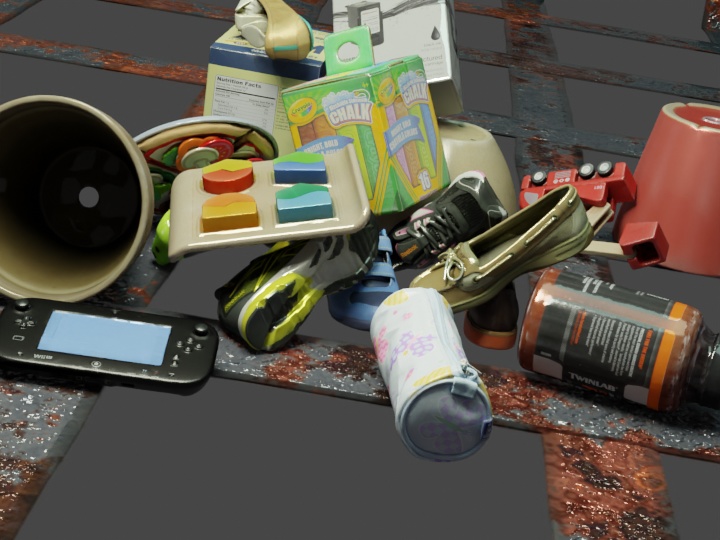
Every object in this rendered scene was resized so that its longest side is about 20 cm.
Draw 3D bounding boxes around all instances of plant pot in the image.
[{"bbox_3d":[0.434,-0.110,1.757,0.199,0.178,0.201,7,21,-3],"label":"plant pot"},{"bbox_3d":[0.103,-0.107,1.675,0.199,0.135,0.200,8,22,-3],"label":"plant pot"},{"bbox_3d":[-0.295,-0.073,1.390,0.199,0.201,0.174,10,6,2],"label":"plant pot"}]

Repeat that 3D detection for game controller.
[{"bbox_3d":[-0.228,0.067,1.231,0.199,0.042,0.104,8,21,-2],"label":"game controller"}]

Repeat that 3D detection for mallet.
[{"bbox_3d":[-0.095,-0.008,1.487,0.065,0.041,0.200,10,25,11],"label":"mallet"}]

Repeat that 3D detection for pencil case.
[{"bbox_3d":[0.060,0.088,1.228,0.083,0.091,0.200,5,21,-10],"label":"pencil case"}]

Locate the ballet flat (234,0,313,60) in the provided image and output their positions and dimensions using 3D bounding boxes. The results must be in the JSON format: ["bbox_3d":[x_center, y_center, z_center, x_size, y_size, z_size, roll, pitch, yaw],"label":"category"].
[{"bbox_3d":[-0.115,-0.293,1.603,0.063,0.069,0.200,-14,27,-17],"label":"ballet flat"}]

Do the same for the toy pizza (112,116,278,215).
[{"bbox_3d":[-0.186,-0.107,1.538,0.199,0.200,0.032,-3,63,-27],"label":"toy pizza"}]

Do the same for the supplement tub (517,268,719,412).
[{"bbox_3d":[0.258,0.072,1.325,0.199,0.108,0.107,16,23,18],"label":"supplement tub"}]

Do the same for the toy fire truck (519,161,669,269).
[{"bbox_3d":[0.285,-0.065,1.711,0.199,0.049,0.142,-6,50,30],"label":"toy fire truck"}]

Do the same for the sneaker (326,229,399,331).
[{"bbox_3d":[0.000,0.000,1.436,0.074,0.083,0.200,2,25,-22],"label":"sneaker"}]

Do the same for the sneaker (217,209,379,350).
[{"bbox_3d":[-0.064,-0.005,1.365,0.084,0.075,0.200,19,47,42],"label":"sneaker"}]

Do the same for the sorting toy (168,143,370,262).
[{"bbox_3d":[-0.096,-0.077,1.378,0.199,0.037,0.185,-11,28,-1],"label":"sorting toy"}]

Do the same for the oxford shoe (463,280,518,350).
[{"bbox_3d":[0.136,0.012,1.471,0.071,0.073,0.200,5,22,-10],"label":"oxford shoe"}]

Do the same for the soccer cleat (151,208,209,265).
[{"bbox_3d":[-0.145,-0.062,1.509,0.199,0.081,0.068,-24,76,-39],"label":"soccer cleat"}]

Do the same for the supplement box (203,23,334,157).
[{"bbox_3d":[-0.111,-0.189,1.703,0.133,0.201,0.200,11,22,3],"label":"supplement box"}]

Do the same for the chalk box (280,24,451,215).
[{"bbox_3d":[0.002,-0.168,1.536,0.124,0.201,0.124,-8,13,34],"label":"chalk box"}]

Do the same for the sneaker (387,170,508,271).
[{"bbox_3d":[0.083,-0.038,1.500,0.086,0.200,0.081,-34,87,-31],"label":"sneaker"}]

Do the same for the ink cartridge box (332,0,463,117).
[{"bbox_3d":[0.042,-0.285,1.679,0.144,0.201,0.083,-9,-26,12],"label":"ink cartridge box"}]

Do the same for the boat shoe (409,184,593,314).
[{"bbox_3d":[0.132,-0.019,1.371,0.200,0.063,0.073,-24,31,7],"label":"boat shoe"}]
